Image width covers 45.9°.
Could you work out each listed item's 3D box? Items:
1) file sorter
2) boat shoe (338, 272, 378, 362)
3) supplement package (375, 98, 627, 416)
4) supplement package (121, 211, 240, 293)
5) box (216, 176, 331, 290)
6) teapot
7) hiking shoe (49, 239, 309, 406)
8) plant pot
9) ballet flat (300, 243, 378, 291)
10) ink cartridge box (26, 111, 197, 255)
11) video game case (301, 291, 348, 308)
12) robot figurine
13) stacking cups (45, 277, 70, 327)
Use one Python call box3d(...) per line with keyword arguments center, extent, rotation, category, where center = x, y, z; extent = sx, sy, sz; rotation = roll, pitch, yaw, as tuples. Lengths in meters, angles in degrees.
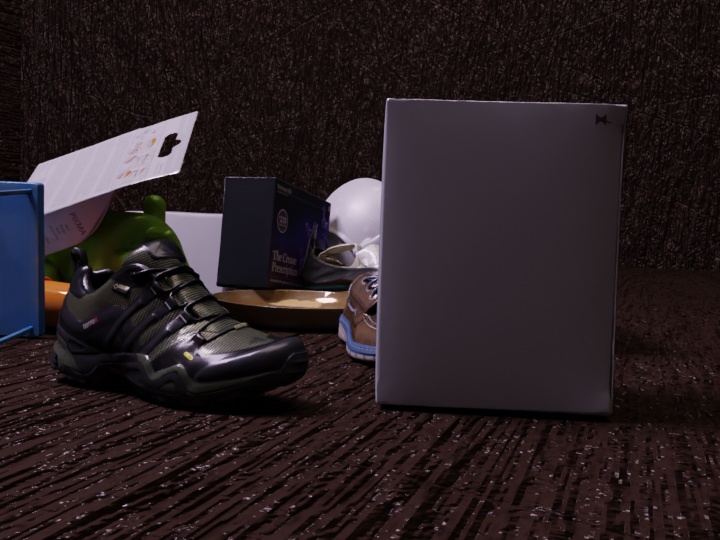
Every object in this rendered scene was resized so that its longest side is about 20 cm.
box3d(center=(-0.391, -0.008, 0.722), extent=(0.199, 0.139, 0.123), rotation=(3, 7, 5), category="file sorter")
box3d(center=(0.018, 0.038, 0.768), extent=(0.072, 0.073, 0.200), rotation=(1, 4, -17), category="boat shoe")
box3d(center=(0.091, -0.011, 0.593), extent=(0.155, 0.201, 0.111), rotation=(2, 3, 3), category="supplement package")
box3d(center=(-0.237, -0.026, 1.236), extent=(0.199, 0.117, 0.117), rotation=(5, 4, 31), category="supplement package")
box3d(center=(-0.112, -0.040, 1.151), extent=(0.079, 0.142, 0.200), rotation=(0, -5, 19), category="box")
box3d(center=(-0.002, -0.034, 1.298), extent=(0.197, 0.200, 0.146), rotation=(30, 55, 32), category="teapot")
box3d(center=(-0.126, 0.031, 0.567), extent=(0.199, 0.101, 0.076), rotation=(4, 5, 23), category="hiking shoe")
box3d(center=(-0.072, 0.044, 0.976), extent=(0.199, 0.028, 0.200), rotation=(3, 5, 0), category="plant pot")
box3d(center=(0.000, 0.000, 1.076), extent=(0.200, 0.069, 0.068), rotation=(7, -3, 39), category="ballet flat")
box3d(center=(-0.265, -0.092, 0.902), extent=(0.199, 0.050, 0.162), rotation=(-15, 32, 6), category="ink cartridge box")
box3d(center=(0.011, 0.040, 1.162), extent=(0.142, 0.018, 0.200), rotation=(3, 4, 9), category="video game case")
box3d(center=(-0.273, -0.007, 0.929), extent=(0.200, 0.116, 0.175), rotation=(6, 37, 41), category="robot figurine")
box3d(center=(-0.325, 0.028, 0.827), extent=(0.199, 0.061, 0.061), rotation=(5, 4, 10), category="stacking cups")
